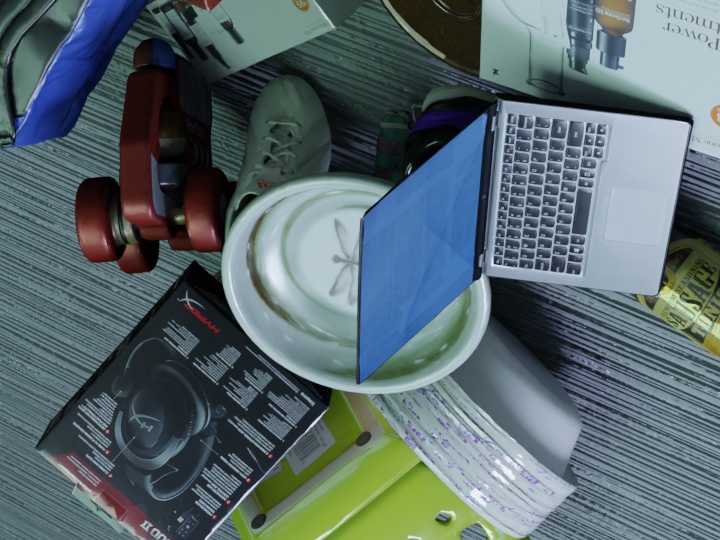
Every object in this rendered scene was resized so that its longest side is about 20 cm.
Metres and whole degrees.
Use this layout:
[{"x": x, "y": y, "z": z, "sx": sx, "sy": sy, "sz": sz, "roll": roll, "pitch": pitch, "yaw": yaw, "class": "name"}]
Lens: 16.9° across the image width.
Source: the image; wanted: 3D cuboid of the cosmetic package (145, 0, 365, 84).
[{"x": -0.079, "y": -0.203, "z": 1.822, "sx": 0.083, "sy": 0.051, "sz": 0.200, "roll": 50, "pitch": 151, "yaw": -15, "class": "cosmetic package"}]

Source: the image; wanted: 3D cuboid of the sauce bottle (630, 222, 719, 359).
[{"x": 0.225, "y": 0.006, "z": 1.711, "sx": 0.200, "sy": 0.066, "sz": 0.066, "roll": 34, "pitch": 150, "yaw": 13, "class": "sauce bottle"}]

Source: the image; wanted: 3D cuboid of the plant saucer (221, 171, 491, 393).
[{"x": 0.000, "y": 0.000, "z": 1.770, "sx": 0.199, "sy": 0.050, "sz": 0.201, "roll": 8, "pitch": 130, "yaw": 9, "class": "plant saucer"}]

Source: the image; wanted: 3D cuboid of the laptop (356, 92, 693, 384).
[{"x": 0.104, "y": -0.011, "z": 1.587, "sx": 0.199, "sy": 0.116, "sz": 0.188, "roll": 7, "pitch": 144, "yaw": 4, "class": "laptop"}]

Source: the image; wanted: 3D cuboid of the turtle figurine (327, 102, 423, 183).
[{"x": 0.049, "y": -0.049, "z": 1.830, "sx": 0.150, "sy": 0.101, "sz": 0.200, "roll": 51, "pitch": 156, "yaw": -15, "class": "turtle figurine"}]

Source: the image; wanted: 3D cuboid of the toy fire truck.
[{"x": -0.151, "y": -0.090, "z": 1.893, "sx": 0.112, "sy": 0.169, "sz": 0.200, "roll": -5, "pitch": 173, "yaw": 12, "class": "toy fire truck"}]

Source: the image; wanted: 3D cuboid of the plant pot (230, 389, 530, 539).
[{"x": -0.003, "y": 0.192, "z": 2.016, "sx": 0.182, "sy": 0.199, "sz": 0.200, "roll": 49, "pitch": -175, "yaw": -32, "class": "plant pot"}]

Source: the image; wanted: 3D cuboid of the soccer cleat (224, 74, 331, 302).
[{"x": -0.065, "y": -0.065, "z": 1.854, "sx": 0.069, "sy": 0.201, "sz": 0.078, "roll": -3, "pitch": 157, "yaw": 22, "class": "soccer cleat"}]

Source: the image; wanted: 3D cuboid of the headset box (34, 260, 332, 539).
[{"x": -0.141, "y": 0.119, "z": 1.865, "sx": 0.149, "sy": 0.200, "sz": 0.077, "roll": 40, "pitch": -167, "yaw": -6, "class": "headset box"}]

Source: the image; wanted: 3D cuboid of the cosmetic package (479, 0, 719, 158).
[{"x": 0.175, "y": -0.156, "z": 1.535, "sx": 0.199, "sy": 0.052, "sz": 0.151, "roll": 20, "pitch": 148, "yaw": 16, "class": "cosmetic package"}]

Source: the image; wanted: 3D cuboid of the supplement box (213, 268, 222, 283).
[{"x": -0.082, "y": 0.049, "z": 1.988, "sx": 0.103, "sy": 0.131, "sz": 0.200, "roll": 46, "pitch": -171, "yaw": -8, "class": "supplement box"}]

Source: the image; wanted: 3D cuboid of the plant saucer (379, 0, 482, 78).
[{"x": 0.071, "y": -0.201, "z": 1.657, "sx": 0.200, "sy": 0.035, "sz": 0.201, "roll": 30, "pitch": 148, "yaw": 21, "class": "plant saucer"}]

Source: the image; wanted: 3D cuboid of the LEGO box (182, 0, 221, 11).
[{"x": -0.101, "y": -0.300, "z": 1.615, "sx": 0.077, "sy": 0.149, "sz": 0.200, "roll": 25, "pitch": 148, "yaw": 27, "class": "LEGO box"}]

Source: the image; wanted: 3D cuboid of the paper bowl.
[{"x": 0.095, "y": 0.105, "z": 1.913, "sx": 0.201, "sy": 0.104, "sz": 0.201, "roll": 44, "pitch": -172, "yaw": -8, "class": "paper bowl"}]

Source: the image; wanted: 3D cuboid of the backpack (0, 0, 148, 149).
[{"x": -0.250, "y": -0.225, "z": 1.889, "sx": 0.162, "sy": 0.168, "sz": 0.200, "roll": 38, "pitch": 117, "yaw": 13, "class": "backpack"}]

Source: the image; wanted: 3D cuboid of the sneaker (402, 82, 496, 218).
[{"x": 0.118, "y": -0.070, "z": 1.675, "sx": 0.199, "sy": 0.100, "sz": 0.070, "roll": 6, "pitch": 132, "yaw": 28, "class": "sneaker"}]
